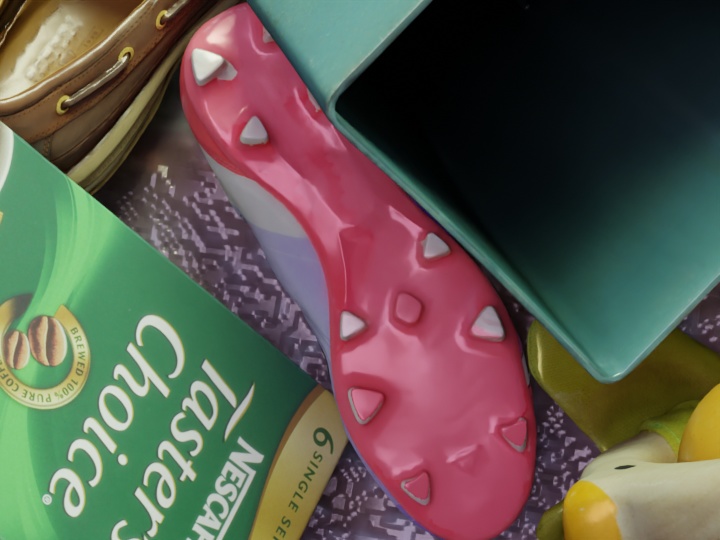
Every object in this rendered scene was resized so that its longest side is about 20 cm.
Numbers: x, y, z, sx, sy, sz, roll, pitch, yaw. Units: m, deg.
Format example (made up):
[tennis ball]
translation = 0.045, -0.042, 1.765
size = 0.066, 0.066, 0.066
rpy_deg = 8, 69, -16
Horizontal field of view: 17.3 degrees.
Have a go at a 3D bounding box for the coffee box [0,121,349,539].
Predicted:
[coffee box]
translation = -0.102, 0.038, 0.758
size = 0.200, 0.044, 0.123
rpy_deg = 42, 54, -18

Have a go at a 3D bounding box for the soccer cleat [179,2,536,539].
[soccer cleat]
translation = 0.000, 0.000, 0.806
size = 0.066, 0.076, 0.201
rpy_deg = -30, 83, -5

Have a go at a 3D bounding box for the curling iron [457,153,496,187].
[curling iron]
translation = 0.099, -0.080, 0.813
size = 0.200, 0.026, 0.050
rpy_deg = -42, 77, 4

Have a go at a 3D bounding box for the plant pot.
[plant pot]
translation = 0.045, -0.098, 0.740
size = 0.141, 0.141, 0.200
rpy_deg = -45, 35, 4

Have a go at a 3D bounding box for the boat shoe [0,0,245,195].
[boat shoe]
translation = -0.077, -0.115, 0.822
size = 0.072, 0.068, 0.201
rpy_deg = 25, 71, 14

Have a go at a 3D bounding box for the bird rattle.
[bird rattle]
translation = 0.142, 0.061, 0.722
size = 0.199, 0.163, 0.113
rpy_deg = -2, 100, 22
